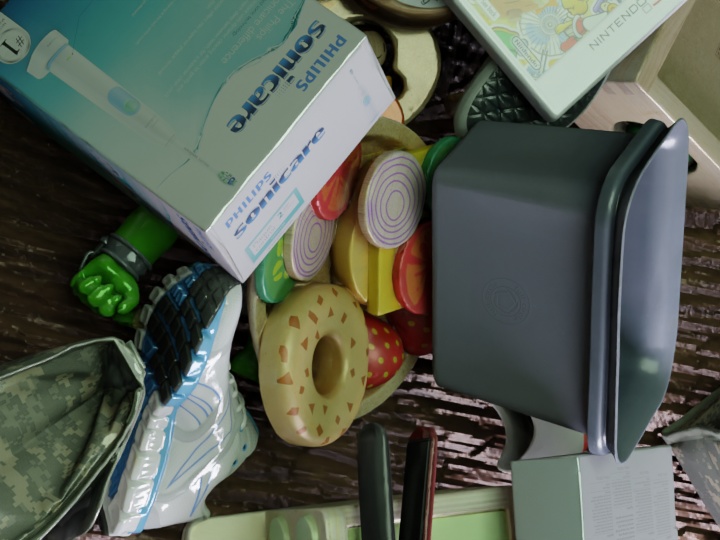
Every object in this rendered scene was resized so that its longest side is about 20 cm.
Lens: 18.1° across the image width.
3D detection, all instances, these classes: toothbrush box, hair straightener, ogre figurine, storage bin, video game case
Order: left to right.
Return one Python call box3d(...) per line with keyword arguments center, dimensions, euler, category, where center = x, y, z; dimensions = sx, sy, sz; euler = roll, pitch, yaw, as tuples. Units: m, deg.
box3d(center=(-0.103, -0.114, 1.317), dimensions=(0.200, 0.085, 0.147), euler=(35, 81, 24), category="toothbrush box")
box3d(center=(-0.072, 0.004, 1.424), dimensions=(0.199, 0.098, 0.120), euler=(25, 86, -8), category="ogre figurine")
box3d(center=(0.001, 0.190, 1.348), dimensions=(0.077, 0.041, 0.201), euler=(8, 85, -24), category="hair straightener")
box3d(center=(0.120, -0.226, 1.408), dimensions=(0.182, 0.023, 0.200), euler=(-42, 95, -10), category="video game case")
box3d(center=(0.122, -0.004, 1.403), dimensions=(0.146, 0.134, 0.201), euler=(-49, 145, -52), category="storage bin")

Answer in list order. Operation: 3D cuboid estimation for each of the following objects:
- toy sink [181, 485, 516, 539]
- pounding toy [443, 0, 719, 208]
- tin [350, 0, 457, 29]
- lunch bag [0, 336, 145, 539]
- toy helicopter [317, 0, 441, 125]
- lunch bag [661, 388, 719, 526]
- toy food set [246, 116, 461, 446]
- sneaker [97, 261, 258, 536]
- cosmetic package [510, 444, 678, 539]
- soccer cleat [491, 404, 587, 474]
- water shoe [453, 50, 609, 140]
box3d(center=(0.002, 0.209, 1.423), dimensions=(0.199, 0.112, 0.131), euler=(-3, 85, -24), category="toy sink")
box3d(center=(0.198, -0.140, 1.550), dimensions=(0.184, 0.142, 0.201), euler=(40, 70, -34), category="pounding toy")
box3d(center=(0.072, -0.234, 1.430), dimensions=(0.200, 0.042, 0.112), euler=(-37, 98, -10), category="tin")
box3d(center=(-0.216, 0.118, 1.307), dimensions=(0.200, 0.164, 0.118), euler=(-35, 93, -23), category="lunch bag")
box3d(center=(-0.040, -0.164, 1.463), dimensions=(0.199, 0.079, 0.133), euler=(24, 93, -5), category="toy helicopter")
box3d(center=(0.339, 0.121, 1.576), dimensions=(0.200, 0.117, 0.165), euler=(-36, 97, -20), category="lunch bag")
box3d(center=(0.000, 0.000, 1.397), dimensions=(0.199, 0.048, 0.199), euler=(-18, 114, -48), category="toy food set")
box3d(center=(-0.097, 0.078, 1.375), dimensions=(0.086, 0.201, 0.075), euler=(4, 38, -26), category="sneaker")
box3d(center=(0.157, 0.193, 1.465), dimensions=(0.200, 0.051, 0.152), euler=(6, 77, -65), category="cosmetic package")
box3d(center=(0.097, 0.040, 1.511), dimensions=(0.085, 0.069, 0.201), euler=(-23, 98, -29), category="soccer cleat")
box3d(center=(0.127, -0.153, 1.465), dimensions=(0.200, 0.079, 0.072), euler=(-47, 114, -9), category="water shoe")
